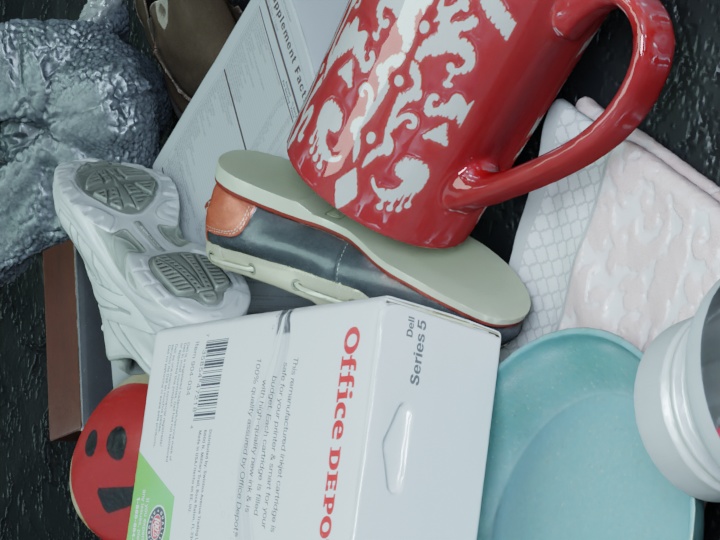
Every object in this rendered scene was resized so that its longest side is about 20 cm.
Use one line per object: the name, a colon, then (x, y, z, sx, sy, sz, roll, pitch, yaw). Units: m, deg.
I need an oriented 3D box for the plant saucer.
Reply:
plant saucer: (0.098, 0.129, 1.038, 0.199, 0.036, 0.202, -29, 53, 46)

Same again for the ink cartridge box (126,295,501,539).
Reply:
ink cartridge box: (-0.028, 0.099, 1.122, 0.199, 0.084, 0.147, -9, 70, 51)

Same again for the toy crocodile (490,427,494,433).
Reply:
toy crocodile: (0.040, 0.134, 1.195, 0.201, 0.061, 0.068, 93, 159, -45)

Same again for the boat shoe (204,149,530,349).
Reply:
boat shoe: (0.000, 0.000, 1.167, 0.199, 0.071, 0.063, 25, 116, 25)

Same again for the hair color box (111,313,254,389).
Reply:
hair color box: (-0.109, 0.002, 1.479, 0.200, 0.060, 0.100, -41, 53, 51)

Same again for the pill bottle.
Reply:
pill bottle: (0.201, 0.037, 0.884, 0.200, 0.110, 0.112, -27, 65, 57)

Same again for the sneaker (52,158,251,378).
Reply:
sneaker: (-0.136, 0.008, 1.297, 0.200, 0.077, 0.100, 53, 137, 47)

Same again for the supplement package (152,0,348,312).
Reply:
supplement package: (-0.029, -0.074, 1.294, 0.200, 0.109, 0.115, -52, 45, 46)

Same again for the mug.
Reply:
mug: (0.054, -0.112, 1.087, 0.201, 0.133, 0.178, -61, 23, 24)

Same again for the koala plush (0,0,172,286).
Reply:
koala plush: (-0.190, -0.104, 1.497, 0.182, 0.200, 0.179, -16, 96, 22)

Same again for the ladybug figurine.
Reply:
ladybug figurine: (-0.133, 0.137, 1.468, 0.199, 0.072, 0.137, -23, 91, 53)

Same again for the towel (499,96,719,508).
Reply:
towel: (0.126, 0.037, 1.095, 0.191, 0.032, 0.202, 45, 127, 52)

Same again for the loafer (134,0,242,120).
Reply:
loafer: (-0.112, -0.156, 1.460, 0.200, 0.073, 0.071, 50, 168, 50)

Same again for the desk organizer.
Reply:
desk organizer: (-0.188, 0.023, 1.606, 0.077, 0.071, 0.202, -23, 68, 60)
